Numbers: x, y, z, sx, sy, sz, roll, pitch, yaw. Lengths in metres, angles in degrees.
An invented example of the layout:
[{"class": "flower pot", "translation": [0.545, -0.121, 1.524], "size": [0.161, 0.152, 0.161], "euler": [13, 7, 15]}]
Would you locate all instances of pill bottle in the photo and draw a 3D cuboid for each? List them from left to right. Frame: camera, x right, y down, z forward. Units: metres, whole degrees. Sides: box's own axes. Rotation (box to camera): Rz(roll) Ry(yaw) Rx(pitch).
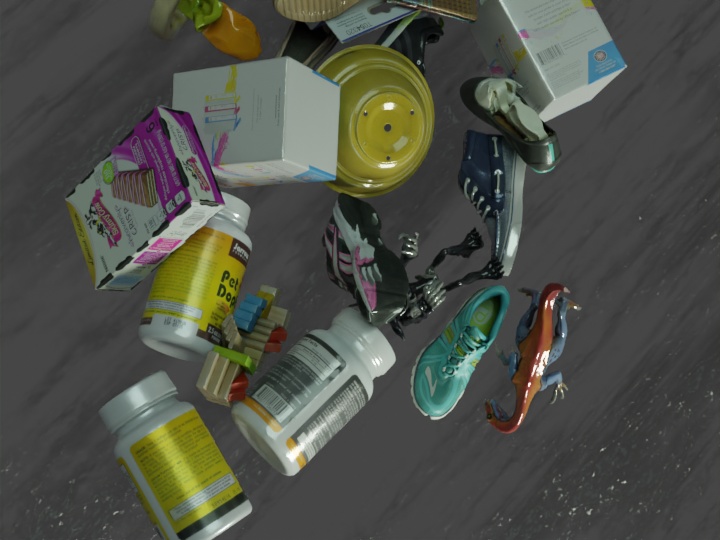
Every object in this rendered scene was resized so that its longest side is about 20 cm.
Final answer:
[{"class": "pill bottle", "translation": [-0.225, 0.231, 1.468], "size": [0.113, 0.114, 0.202], "euler": [-30, 85, -17]}, {"class": "pill bottle", "translation": [-0.200, 0.006, 1.531], "size": [0.107, 0.109, 0.203], "euler": [17, 74, -8]}, {"class": "pill bottle", "translation": [-0.056, 0.148, 1.525], "size": [0.200, 0.116, 0.117], "euler": [-43, 88, -18]}]

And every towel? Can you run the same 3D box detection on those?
[{"class": "towel", "translation": [0.090, -0.435, 1.696], "size": [0.144, 0.022, 0.203], "euler": [10, 57, -20]}]

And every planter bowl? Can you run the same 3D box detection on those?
[{"class": "planter bowl", "translation": [0.023, -0.190, 1.599], "size": [0.197, 0.083, 0.204], "euler": [-5, 104, -21]}]

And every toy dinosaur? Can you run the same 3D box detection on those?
[{"class": "toy dinosaur", "translation": [0.208, 0.116, 1.576], "size": [0.104, 0.200, 0.184], "euler": [17, 80, 21]}]

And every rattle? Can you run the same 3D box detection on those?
[{"class": "rattle", "translation": [-0.200, -0.340, 1.567], "size": [0.130, 0.200, 0.143], "euler": [-39, 87, -18]}]

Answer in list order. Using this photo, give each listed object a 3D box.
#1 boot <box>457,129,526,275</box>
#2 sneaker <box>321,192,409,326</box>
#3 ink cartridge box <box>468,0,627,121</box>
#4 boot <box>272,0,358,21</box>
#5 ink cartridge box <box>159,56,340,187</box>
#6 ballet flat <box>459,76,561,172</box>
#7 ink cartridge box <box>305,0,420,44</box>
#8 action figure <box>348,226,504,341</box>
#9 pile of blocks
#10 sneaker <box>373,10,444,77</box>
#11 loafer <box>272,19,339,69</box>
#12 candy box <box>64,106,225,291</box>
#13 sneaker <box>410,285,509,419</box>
[{"class": "boot", "translation": [0.173, -0.093, 1.663], "size": [0.089, 0.073, 0.203], "euler": [9, 67, -2]}, {"class": "sneaker", "translation": [0.000, 0.000, 1.564], "size": [0.079, 0.087, 0.202], "euler": [14, 39, -27]}, {"class": "ink cartridge box", "translation": [0.250, -0.324, 1.700], "size": [0.127, 0.125, 0.202], "euler": [-25, 83, -17]}, {"class": "boot", "translation": [-0.060, -0.411, 1.608], "size": [0.198, 0.073, 0.167], "euler": [-22, 57, -26]}, {"class": "ink cartridge box", "translation": [-0.143, -0.179, 1.537], "size": [0.197, 0.128, 0.128], "euler": [-3, 81, 30]}, {"class": "ballet flat", "translation": [0.205, -0.217, 1.652], "size": [0.067, 0.069, 0.200], "euler": [-32, 57, -15]}, {"class": "ink cartridge box", "translation": [-0.017, -0.401, 1.668], "size": [0.195, 0.043, 0.201], "euler": [-28, 75, -32]}, {"class": "action figure", "translation": [0.080, 0.009, 1.593], "size": [0.197, 0.102, 0.120], "euler": [-24, 66, -12]}, {"class": "pile of blocks", "translation": [-0.131, 0.086, 1.510], "size": [0.061, 0.083, 0.201], "euler": [15, 47, 14]}, {"class": "sneaker", "translation": [0.052, -0.283, 1.676], "size": [0.082, 0.072, 0.201], "euler": [35, 72, -3]}, {"class": "loafer", "translation": [-0.067, -0.321, 1.663], "size": [0.071, 0.063, 0.202], "euler": [29, 73, -3]}, {"class": "candy box", "translation": [-0.265, -0.084, 1.485], "size": [0.061, 0.199, 0.138], "euler": [4, 55, -50]}, {"class": "sneaker", "translation": [0.131, 0.099, 1.596], "size": [0.077, 0.080, 0.202], "euler": [33, 73, -3]}]
